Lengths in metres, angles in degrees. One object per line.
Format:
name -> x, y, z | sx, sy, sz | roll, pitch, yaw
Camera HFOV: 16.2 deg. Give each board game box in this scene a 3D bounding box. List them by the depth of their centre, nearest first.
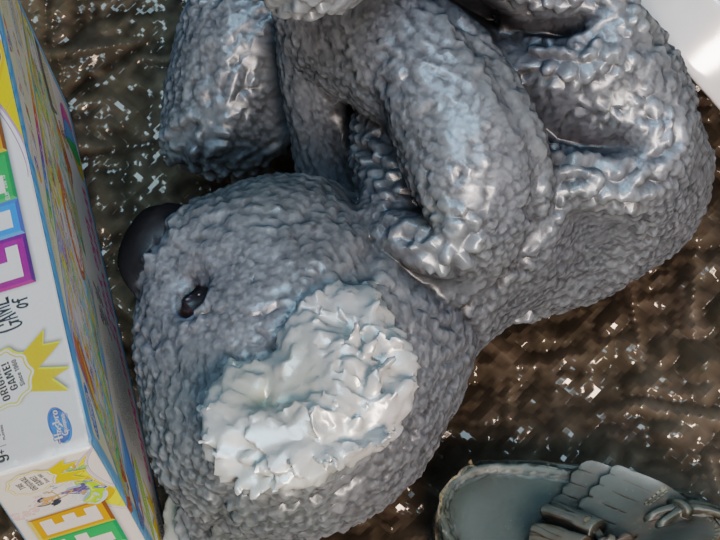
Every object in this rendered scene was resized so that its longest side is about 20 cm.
board game box -> -0.107, 0.000, 0.817 | 0.034, 0.135, 0.201 | -16, 61, 0

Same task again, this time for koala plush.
koala plush -> 0.000, 0.000, 0.785 | 0.183, 0.177, 0.201 | 30, 66, -4

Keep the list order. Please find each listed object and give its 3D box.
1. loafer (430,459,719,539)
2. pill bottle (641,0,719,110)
loafer -> 0.111, 0.101, 0.772 | 0.199, 0.063, 0.072 | 24, 69, 19
pill bottle -> 0.177, -0.135, 0.815 | 0.200, 0.111, 0.111 | -42, 63, 9
